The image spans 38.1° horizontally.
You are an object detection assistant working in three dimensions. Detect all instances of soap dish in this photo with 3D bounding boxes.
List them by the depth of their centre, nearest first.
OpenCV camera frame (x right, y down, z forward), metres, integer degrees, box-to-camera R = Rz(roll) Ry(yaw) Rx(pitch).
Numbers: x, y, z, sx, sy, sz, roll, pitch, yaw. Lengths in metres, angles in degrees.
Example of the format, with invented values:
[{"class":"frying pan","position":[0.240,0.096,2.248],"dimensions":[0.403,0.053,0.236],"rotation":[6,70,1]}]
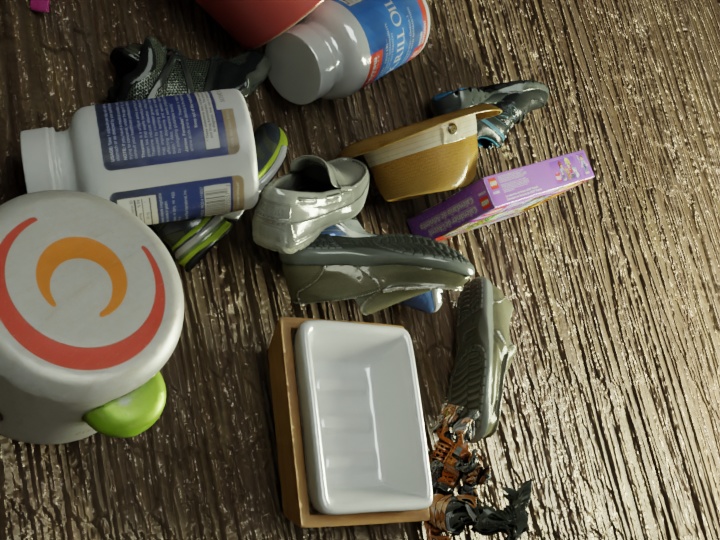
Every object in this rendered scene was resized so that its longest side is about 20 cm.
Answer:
[{"class":"soap dish","position":[-0.014,0.152,1.037],"dimensions":[0.156,0.081,0.202],"rotation":[7,68,-37]}]

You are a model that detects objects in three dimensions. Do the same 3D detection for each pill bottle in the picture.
[{"class":"pill bottle","position":[-0.197,-0.097,0.938],"dimensions":[0.197,0.111,0.112],"rotation":[-9,76,-13]},{"class":"pill bottle","position":[-0.016,-0.262,1.191],"dimensions":[0.200,0.112,0.113],"rotation":[-39,97,-41]}]

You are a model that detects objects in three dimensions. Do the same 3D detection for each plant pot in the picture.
[{"class":"plant pot","position":[-0.119,-0.347,1.103],"dimensions":[0.178,0.199,0.201],"rotation":[53,48,-21]}]

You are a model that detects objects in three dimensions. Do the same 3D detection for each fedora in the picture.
[{"class":"fedora","position":[0.072,-0.125,1.164],"dimensions":[0.200,0.199,0.083],"rotation":[-22,98,-42]}]

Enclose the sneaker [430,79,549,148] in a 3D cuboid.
[{"class":"sneaker","position":[0.171,-0.200,1.356],"dimensions":[0.198,0.073,0.083],"rotation":[-17,98,-36]}]

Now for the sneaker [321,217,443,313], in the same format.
[{"class":"sneaker","position":[0.000,0.000,1.126],"dimensions":[0.199,0.076,0.078],"rotation":[29,61,-15]}]

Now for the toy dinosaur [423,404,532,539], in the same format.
[{"class":"toy dinosaur","position":[0.110,0.248,1.096],"dimensions":[0.102,0.134,0.203],"rotation":[-26,122,-78]}]

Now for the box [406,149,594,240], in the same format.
[{"class":"box","position":[0.169,-0.086,1.249],"dimensions":[0.199,0.136,0.039],"rotation":[-18,83,-41]}]

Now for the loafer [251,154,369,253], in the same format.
[{"class":"loafer","position":[-0.041,-0.080,1.023],"dimensions":[0.069,0.071,0.200],"rotation":[16,27,16]}]

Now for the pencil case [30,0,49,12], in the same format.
[{"class":"pencil case","position":[-0.290,-0.355,1.030],"dimensions":[0.088,0.088,0.202],"rotation":[34,56,-23]}]

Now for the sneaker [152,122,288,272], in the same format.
[{"class":"sneaker","position":[-0.141,-0.093,1.046],"dimensions":[0.081,0.074,0.201],"rotation":[43,49,-12]}]

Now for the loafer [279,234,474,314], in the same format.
[{"class":"loafer","position":[0.015,0.005,1.050],"dimensions":[0.197,0.075,0.071],"rotation":[3,108,-8]}]

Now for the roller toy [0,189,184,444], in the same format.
[{"class":"roller toy","position":[-0.248,0.039,0.855],"dimensions":[0.181,0.140,0.202],"rotation":[16,56,-23]}]

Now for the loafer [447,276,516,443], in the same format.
[{"class":"loafer","position":[0.149,0.103,1.194],"dimensions":[0.069,0.075,0.202],"rotation":[23,58,-25]}]

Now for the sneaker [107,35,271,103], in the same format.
[{"class":"sneaker","position":[-0.176,-0.200,1.058],"dimensions":[0.199,0.076,0.115],"rotation":[-41,105,-36]}]
